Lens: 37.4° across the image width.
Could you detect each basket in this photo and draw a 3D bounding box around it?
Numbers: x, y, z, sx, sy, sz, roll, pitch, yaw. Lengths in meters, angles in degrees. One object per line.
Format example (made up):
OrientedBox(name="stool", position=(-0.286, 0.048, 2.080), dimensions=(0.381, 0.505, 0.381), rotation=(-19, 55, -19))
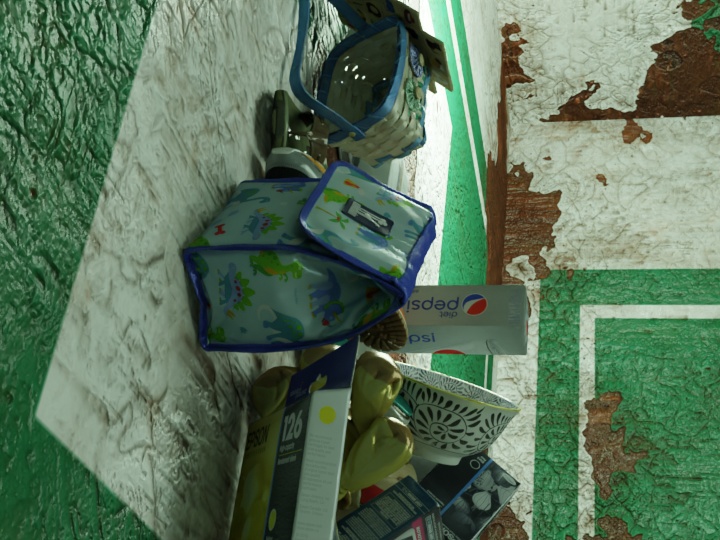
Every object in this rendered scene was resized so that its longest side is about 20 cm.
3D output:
OrientedBox(name="basket", position=(-0.005, -0.235, 1.274), dimensions=(0.198, 0.138, 0.179), rotation=(29, 53, -36))

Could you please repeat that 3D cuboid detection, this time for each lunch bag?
OrientedBox(name="lunch bag", position=(-0.038, -0.013, 0.959), dimensions=(0.171, 0.196, 0.130), rotation=(-63, 150, -60))

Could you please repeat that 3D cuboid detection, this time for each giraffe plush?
OrientedBox(name="giraffe plush", position=(-0.027, 0.188, 1.127), dimensions=(0.162, 0.169, 0.204), rotation=(75, 22, -78))

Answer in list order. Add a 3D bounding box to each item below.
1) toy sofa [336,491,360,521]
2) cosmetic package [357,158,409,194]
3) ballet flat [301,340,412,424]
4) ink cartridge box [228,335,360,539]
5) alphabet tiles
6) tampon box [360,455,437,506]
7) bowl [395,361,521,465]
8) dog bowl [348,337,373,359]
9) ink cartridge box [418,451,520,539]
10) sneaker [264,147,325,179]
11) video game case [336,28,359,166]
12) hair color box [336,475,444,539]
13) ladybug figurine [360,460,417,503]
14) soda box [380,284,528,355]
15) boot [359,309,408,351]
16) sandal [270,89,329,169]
OrientedBox(name="toy sofa", position=(-0.031, 0.352, 1.227), dimensions=(0.098, 0.081, 0.203), rotation=(-74, 159, -52))
OrientedBox(name="cosmetic package", position=(0.028, -0.090, 1.499), dimensions=(0.200, 0.051, 0.154), rotation=(67, 33, -71))
OrientedBox(name="ballet flat", position=(-0.022, 0.121, 1.243), dimensions=(0.200, 0.069, 0.070), rotation=(48, 26, -12))
OrientedBox(name="ink cartridge box", position=(-0.064, 0.170, 0.937), dimensions=(0.197, 0.046, 0.204), rotation=(143, -44, -64))
OrientedBox(name="alphabet tiles", position=(0.036, -0.302, 1.343), dimensions=(0.006, 0.199, 0.167), rotation=(-47, 154, -12))
OrientedBox(name="tampon box", position=(0.059, 0.347, 1.397), dimensions=(0.202, 0.147, 0.127), rotation=(-75, -174, -48))
OrientedBox(name="bowl", position=(0.097, 0.187, 1.348), dimensions=(0.201, 0.197, 0.096), rotation=(13, 94, -76))
OrientedBox(name="dog bowl", position=(-0.010, 0.071, 1.377), dimensions=(0.200, 0.057, 0.205), rotation=(-1, 90, -76))
OrientedBox(name="ink cartridge box", position=(0.113, 0.301, 1.344), dimensions=(0.199, 0.099, 0.040), rotation=(-36, 158, -43))
OrientedBox(name="sneaker", position=(-0.065, -0.034, 1.118), dimensions=(0.078, 0.077, 0.203), rotation=(-59, 146, -49))
OrientedBox(name="video game case", position=(-0.005, -0.233, 1.485), dimensions=(0.201, 0.022, 0.185), rotation=(-70, 156, -54))
OrientedBox(name="hair color box", position=(-0.004, 0.317, 1.132), dimensions=(0.060, 0.198, 0.101), rotation=(36, -33, 46))
OrientedBox(name="ladybug figurine", position=(-0.004, 0.230, 1.290), dimensions=(0.072, 0.136, 0.200), rotation=(-49, 144, 2))
OrientedBox(name="soda box", position=(0.114, 0.063, 1.354), dimensions=(0.069, 0.196, 0.064), rotation=(74, 20, -51))
OrientedBox(name="boot", position=(0.000, 0.000, 1.252), dimensions=(0.201, 0.074, 0.108), rotation=(55, 32, -22))
OrientedBox(name="sandal", position=(-0.058, -0.145, 1.179), dimensions=(0.201, 0.056, 0.082), rotation=(34, 56, -74))
